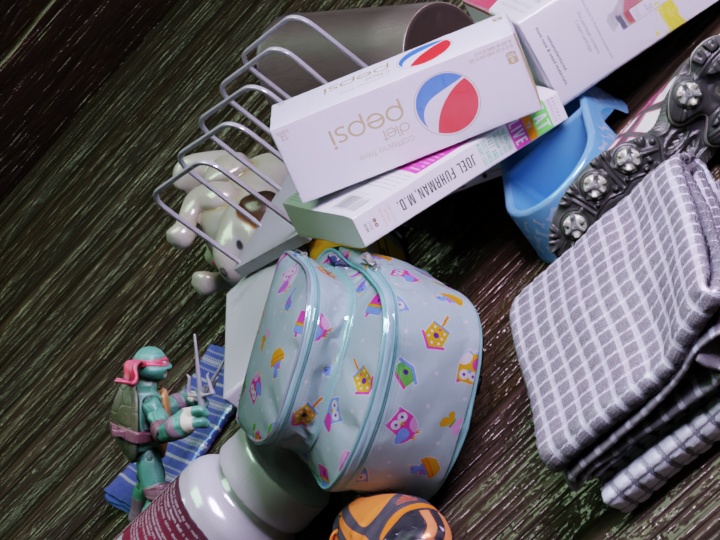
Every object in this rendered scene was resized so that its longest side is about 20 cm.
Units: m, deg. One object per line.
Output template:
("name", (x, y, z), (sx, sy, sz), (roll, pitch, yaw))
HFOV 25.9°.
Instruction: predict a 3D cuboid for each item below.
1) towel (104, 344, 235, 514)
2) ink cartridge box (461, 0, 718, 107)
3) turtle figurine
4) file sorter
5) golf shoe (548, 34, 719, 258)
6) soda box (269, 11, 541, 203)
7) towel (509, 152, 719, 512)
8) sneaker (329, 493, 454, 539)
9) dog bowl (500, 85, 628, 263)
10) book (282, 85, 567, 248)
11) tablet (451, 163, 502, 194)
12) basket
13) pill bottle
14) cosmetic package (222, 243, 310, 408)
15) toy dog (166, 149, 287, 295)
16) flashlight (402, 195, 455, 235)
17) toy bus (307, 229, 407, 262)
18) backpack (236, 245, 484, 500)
("towel", (-0.180, 0.162, 1.581), (0.200, 0.024, 0.145), (-56, 22, -13))
("ink cartridge box", (0.203, -0.234, 1.279), (0.200, 0.083, 0.145), (-33, 22, -3))
("turtle figurine", (-0.178, 0.142, 1.421), (0.150, 0.101, 0.200), (-87, 2, -79))
("file sorter", (-0.084, -0.122, 1.480), (0.139, 0.125, 0.200), (-25, 32, 56))
("golf shoe", (0.213, -0.077, 1.119), (0.200, 0.077, 0.088), (-47, 1, 4))
("soda box", (0.034, -0.125, 1.203), (0.200, 0.068, 0.064), (-21, 23, 8))
("towel", (0.175, 0.032, 0.969), (0.166, 0.086, 0.200), (-43, 22, 22))
("sneaker", (-0.016, 0.230, 1.072), (0.200, 0.078, 0.112), (-36, 19, 9))
("dog bowl", (0.162, -0.088, 1.248), (0.111, 0.050, 0.200), (-42, 22, 23))
("book", (0.049, -0.087, 1.240), (0.200, 0.048, 0.134), (-32, 19, -18))
("tablet", (0.055, -0.099, 1.402), (0.130, 0.014, 0.200), (-20, 22, 1))
("basket", (0.021, -0.203, 1.600), (0.200, 0.180, 0.136), (-2, 60, 50))
("pill bottle", (-0.123, 0.217, 1.246), (0.200, 0.110, 0.110), (-45, 21, 17))
("cosmetic package", (-0.062, 0.053, 1.439), (0.113, 0.081, 0.200), (-44, 23, 19))
("toy dog", (-0.104, -0.041, 1.647), (0.194, 0.140, 0.200), (-13, 22, -2))
("flashlight", (0.036, -0.080, 1.485), (0.068, 0.068, 0.200), (-23, 22, -11))
("toy bus", (0.000, 0.000, 1.397), (0.065, 0.078, 0.200), (-46, 21, 14))
("backpack", (0.001, 0.076, 1.147), (0.200, 0.153, 0.176), (27, 101, 62))
